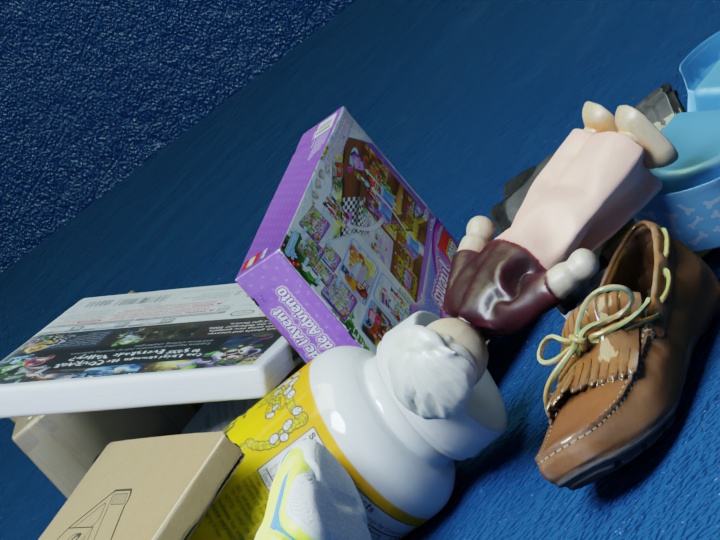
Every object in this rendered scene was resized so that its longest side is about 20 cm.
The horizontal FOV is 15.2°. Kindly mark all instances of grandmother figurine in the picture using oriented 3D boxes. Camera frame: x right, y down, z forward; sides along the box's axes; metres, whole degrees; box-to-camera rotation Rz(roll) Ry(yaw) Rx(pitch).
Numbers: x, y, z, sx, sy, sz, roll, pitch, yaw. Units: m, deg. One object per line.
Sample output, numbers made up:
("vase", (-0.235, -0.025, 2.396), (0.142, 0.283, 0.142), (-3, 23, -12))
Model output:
("grandmother figurine", (0.088, -0.002, 1.449), (0.200, 0.061, 0.121), (-49, 16, -13))

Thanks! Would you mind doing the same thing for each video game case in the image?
("video game case", (-0.118, 0.046, 1.657), (0.200, 0.023, 0.182), (-5, 16, 21))

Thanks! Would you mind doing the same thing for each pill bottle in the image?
("pill bottle", (-0.018, 0.114, 1.529), (0.200, 0.113, 0.113), (-38, 12, 19))

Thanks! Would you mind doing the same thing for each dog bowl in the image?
("dog bowl", (0.220, -0.081, 1.551), (0.111, 0.050, 0.200), (-2, 34, 41))

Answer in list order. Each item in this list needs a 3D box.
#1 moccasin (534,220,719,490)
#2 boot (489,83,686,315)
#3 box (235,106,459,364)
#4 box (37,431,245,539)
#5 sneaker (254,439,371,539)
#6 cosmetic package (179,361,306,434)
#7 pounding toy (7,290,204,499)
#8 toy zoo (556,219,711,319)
("moccasin", (0.132, 0.040, 1.387), (0.074, 0.078, 0.201), (-29, 17, 41))
("boot", (0.149, -0.054, 1.621), (0.132, 0.070, 0.200), (-35, 16, 14))
("box", (0.000, 0.000, 1.655), (0.039, 0.137, 0.200), (-33, 17, 26))
("box", (-0.158, 0.175, 1.493), (0.200, 0.021, 0.163), (-56, 21, -21))
("sneaker", (-0.053, 0.172, 1.394), (0.105, 0.076, 0.200), (-25, 31, 19))
("cosmetic package", (-0.093, 0.147, 1.666), (0.200, 0.074, 0.102), (-50, 14, 9))
("pounding toy", (-0.171, 0.112, 1.834), (0.142, 0.200, 0.184), (-41, 11, 6))
("toy zoo", (0.191, -0.036, 1.630), (0.131, 0.020, 0.200), (-32, 15, 41))
